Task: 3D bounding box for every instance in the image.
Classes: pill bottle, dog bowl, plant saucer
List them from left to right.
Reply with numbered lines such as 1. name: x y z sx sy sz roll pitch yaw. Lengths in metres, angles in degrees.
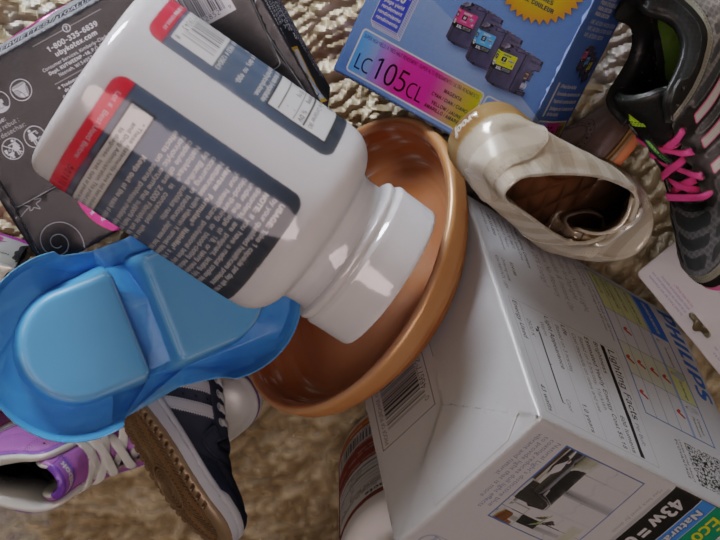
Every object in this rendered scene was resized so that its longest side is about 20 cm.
1. dog bowl: -0.134 0.029 0.827 0.200 0.050 0.112 -23 94 -22
2. pill bottle: -0.065 -0.050 0.751 0.200 0.120 0.120 34 105 -9
3. plant saucer: 0.000 0.000 0.860 0.037 0.200 0.200 27 107 -33
4. pill bottle: 0.041 0.173 0.909 0.112 0.200 0.112 0 109 -1

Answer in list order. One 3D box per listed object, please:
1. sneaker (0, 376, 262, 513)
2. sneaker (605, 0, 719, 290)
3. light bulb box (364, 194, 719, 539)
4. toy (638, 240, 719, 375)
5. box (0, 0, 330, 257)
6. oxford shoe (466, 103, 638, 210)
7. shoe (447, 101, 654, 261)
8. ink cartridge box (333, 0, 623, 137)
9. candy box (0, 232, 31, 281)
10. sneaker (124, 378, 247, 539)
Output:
1. sneaker: -0.165 0.121 0.933 0.200 0.114 0.073 -14 107 2
2. sneaker: 0.191 -0.085 0.821 0.087 0.074 0.200 -8 98 -24
3. light bulb box: 0.117 0.091 0.849 0.200 0.198 0.125 28 121 -30
4. toy: 0.294 -0.025 0.929 0.200 0.047 0.115 -40 101 6
5. box: -0.136 -0.114 0.854 0.200 0.115 0.132 -28 105 7
6. oxford shoe: 0.099 -0.064 0.900 0.200 0.071 0.073 -34 101 10
7. shoe: 0.124 -0.038 0.816 0.200 0.053 0.070 22 112 -48
8. ink cartridge box: 0.091 -0.181 0.833 0.136 0.076 0.200 31 106 17
9. candy box: -0.317 0.059 0.935 0.136 0.061 0.200 17 108 -7
10. sneaker: -0.105 0.075 0.898 0.108 0.070 0.200 -27 72 -29
